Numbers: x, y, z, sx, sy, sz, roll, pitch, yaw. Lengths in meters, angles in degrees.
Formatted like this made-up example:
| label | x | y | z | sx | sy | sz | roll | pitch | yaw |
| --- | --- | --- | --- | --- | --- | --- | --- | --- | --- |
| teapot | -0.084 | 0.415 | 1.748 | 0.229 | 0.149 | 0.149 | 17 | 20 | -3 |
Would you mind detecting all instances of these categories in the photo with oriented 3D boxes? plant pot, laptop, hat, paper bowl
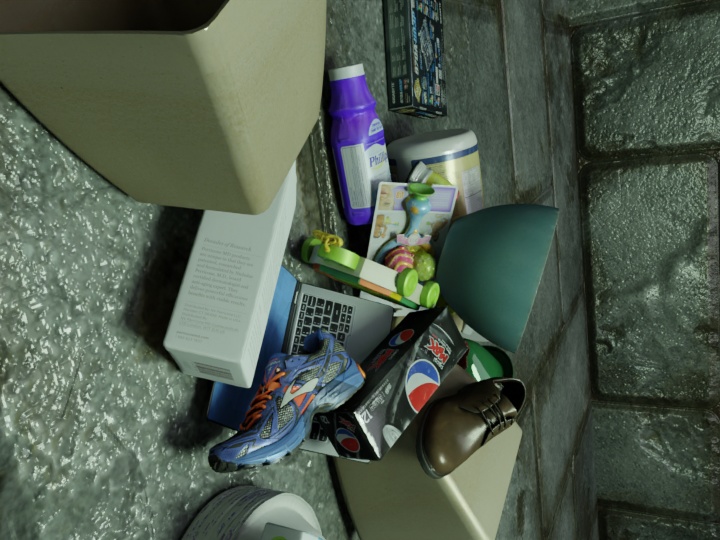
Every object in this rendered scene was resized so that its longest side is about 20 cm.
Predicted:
| label | x | y | z | sx | sy | sz | roll | pitch | yaw |
| --- | --- | --- | --- | --- | --- | --- | --- | --- | --- |
| plant pot | 0.074 | 0.228 | 0.865 | 0.179 | 0.197 | 0.201 | 59 | 38 | -21 |
| plant pot | -0.130 | -0.159 | 0.509 | 0.179 | 0.196 | 0.202 | 73 | 31 | -47 |
| plant pot | 0.179 | -0.004 | 0.896 | 0.200 | 0.132 | 0.205 | 17 | 90 | -77 |
| laptop | -0.053 | 0.094 | 0.711 | 0.116 | 0.196 | 0.191 | 132 | -29 | -68 |
| hat | 0.141 | 0.126 | 1.032 | 0.177 | 0.197 | 0.167 | 54 | 45 | -27 |
| paper bowl | -0.095 | 0.324 | 0.639 | 0.199 | 0.102 | 0.206 | 3 | 87 | -60 |

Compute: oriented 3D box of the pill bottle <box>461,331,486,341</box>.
| label | x | y | z | sx | sy | sz | roll | pitch | yaw |
| --- | --- | --- | --- | --- | --- | --- | --- | --- | --- |
| pill bottle | 0.238 | 0.031 | 1.268 | 0.111 | 0.109 | 0.204 | 39 | 56 | -55 |

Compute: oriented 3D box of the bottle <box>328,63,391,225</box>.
| label | x | y | z | sx | sy | sz | roll | pitch | yaw |
| --- | --- | --- | --- | --- | --- | --- | --- | --- | --- |
| bottle | -0.002 | -0.167 | 0.867 | 0.083 | 0.064 | 0.205 | -40 | 124 | -59 |

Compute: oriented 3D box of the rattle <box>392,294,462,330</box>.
| label | x | y | z | sx | sy | sz | roll | pitch | yaw |
| --- | --- | --- | --- | --- | --- | --- | --- | --- | --- |
| rattle | 0.063 | 0.100 | 1.022 | 0.199 | 0.143 | 0.131 | -36 | 89 | -40 |

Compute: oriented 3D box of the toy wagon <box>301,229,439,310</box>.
| label | x | y | z | sx | sy | sz | roll | pitch | yaw |
| --- | --- | --- | --- | --- | --- | --- | --- | --- | --- |
| toy wagon | 0.000 | 0.000 | 0.772 | 0.199 | 0.153 | 0.040 | 27 | 83 | -59 |

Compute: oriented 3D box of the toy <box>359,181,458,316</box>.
| label | x | y | z | sx | sy | sz | roll | pitch | yaw |
| --- | --- | --- | --- | --- | --- | --- | --- | --- | --- |
| toy | 0.066 | -0.016 | 0.878 | 0.047 | 0.112 | 0.204 | -120 | -145 | -59 |

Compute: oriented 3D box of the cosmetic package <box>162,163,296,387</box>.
| label | x | y | z | sx | sy | sz | roll | pitch | yaw |
| --- | --- | --- | --- | --- | --- | --- | --- | --- | --- |
| cosmetic package | -0.114 | -0.006 | 0.605 | 0.102 | 0.070 | 0.204 | 104 | -2 | -67 |

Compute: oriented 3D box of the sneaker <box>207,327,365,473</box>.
| label | x | y | z | sx | sy | sz | roll | pitch | yaw |
| --- | --- | --- | --- | --- | --- | --- | --- | --- | --- |
| sneaker | -0.078 | 0.125 | 0.635 | 0.199 | 0.075 | 0.080 | -36 | 98 | -50 |

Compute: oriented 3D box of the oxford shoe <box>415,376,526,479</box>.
| label | x | y | z | sx | sy | sz | roll | pitch | yaw |
| --- | --- | --- | --- | --- | --- | --- | --- | --- | --- |
| oxford shoe | 0.132 | 0.169 | 0.753 | 0.199 | 0.084 | 0.074 | -28 | 88 | -49 |

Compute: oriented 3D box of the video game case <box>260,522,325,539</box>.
| label | x | y | z | sx | sy | sz | roll | pitch | yaw |
| --- | --- | --- | --- | --- | --- | --- | --- | --- | --- |
| video game case | -0.043 | 0.345 | 0.580 | 0.200 | 0.045 | 0.185 | 49 | 48 | -49 |

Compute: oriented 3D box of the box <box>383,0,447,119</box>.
| label | x | y | z | sx | sy | sz | roll | pitch | yaw |
| --- | --- | --- | --- | --- | --- | --- | --- | --- | --- |
| box | 0.094 | -0.361 | 1.073 | 0.158 | 0.045 | 0.205 | -14 | 102 | -61 |

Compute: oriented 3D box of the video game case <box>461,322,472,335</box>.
| label | x | y | z | sx | sy | sz | roll | pitch | yaw |
| --- | --- | --- | --- | --- | --- | --- | --- | --- | --- |
| video game case | 0.186 | -0.002 | 1.095 | 0.201 | 0.018 | 0.145 | -100 | -148 | -65 |

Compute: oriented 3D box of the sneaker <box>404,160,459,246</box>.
| label | x | y | z | sx | sy | sz | roll | pitch | yaw |
| --- | --- | --- | --- | --- | --- | --- | --- | --- | --- |
| sneaker | 0.080 | -0.047 | 0.931 | 0.078 | 0.089 | 0.203 | -68 | 180 | -64 |

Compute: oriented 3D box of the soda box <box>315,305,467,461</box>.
| label | x | y | z | sx | sy | sz | roll | pitch | yaw |
| --- | --- | --- | --- | --- | --- | --- | --- | --- | --- |
| soda box | 0.041 | 0.123 | 0.739 | 0.200 | 0.070 | 0.064 | -42 | 110 | -40 |

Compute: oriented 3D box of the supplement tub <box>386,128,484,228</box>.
| label | x | y | z | sx | sy | sz | roll | pitch | yaw |
| --- | --- | --- | --- | --- | --- | --- | --- | --- | --- |
| supplement tub | 0.121 | -0.108 | 1.016 | 0.144 | 0.142 | 0.205 | -36 | 121 | -56 |
